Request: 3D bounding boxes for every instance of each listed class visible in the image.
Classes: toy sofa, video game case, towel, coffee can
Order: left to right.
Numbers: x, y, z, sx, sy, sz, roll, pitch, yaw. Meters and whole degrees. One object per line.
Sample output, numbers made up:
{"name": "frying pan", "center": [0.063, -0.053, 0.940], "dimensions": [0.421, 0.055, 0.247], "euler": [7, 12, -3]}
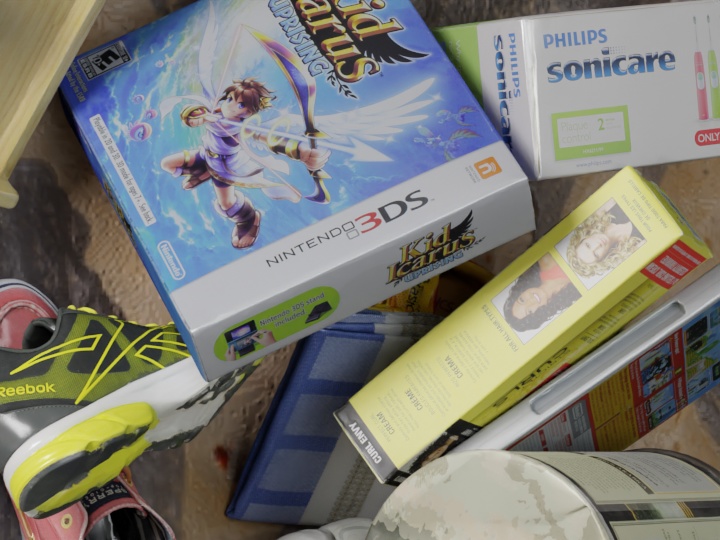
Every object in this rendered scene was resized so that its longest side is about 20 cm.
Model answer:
{"name": "toy sofa", "center": [-0.176, -0.140, 1.301], "dimensions": [0.083, 0.098, 0.201], "euler": [14, 113, -48]}
{"name": "video game case", "center": [-0.036, -0.063, 1.334], "dimensions": [0.181, 0.200, 0.046], "euler": [-24, 143, -9]}
{"name": "towel", "center": [0.037, 0.082, 1.457], "dimensions": [0.199, 0.024, 0.147], "euler": [4, 124, -29]}
{"name": "coffee can", "center": [0.108, 0.163, 1.362], "dimensions": [0.200, 0.146, 0.147], "euler": [7, 85, -60]}
{"name": "video game case", "center": [0.136, 0.070, 1.435], "dimensions": [0.200, 0.143, 0.017], "euler": [-34, 68, -5]}

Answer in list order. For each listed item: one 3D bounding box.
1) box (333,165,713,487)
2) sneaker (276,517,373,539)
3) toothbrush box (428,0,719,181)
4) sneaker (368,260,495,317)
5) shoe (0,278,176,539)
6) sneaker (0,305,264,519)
{"name": "box", "center": [0.083, 0.032, 1.370], "dimensions": [0.200, 0.075, 0.050], "euler": [-40, 70, 9]}
{"name": "sneaker", "center": [0.002, 0.230, 1.449], "dimensions": [0.081, 0.075, 0.201], "euler": [-22, 109, -53]}
{"name": "toothbrush box", "center": [0.093, -0.093, 1.429], "dimensions": [0.145, 0.200, 0.087], "euler": [-8, 93, -31]}
{"name": "sneaker", "center": [0.000, 0.000, 1.444], "dimensions": [0.199, 0.077, 0.073], "euler": [11, 84, -29]}
{"name": "shoe", "center": [-0.143, 0.100, 1.349], "dimensions": [0.071, 0.091, 0.201], "euler": [-20, 99, -29]}
{"name": "sneaker", "center": [-0.117, 0.046, 1.310], "dimensions": [0.085, 0.075, 0.200], "euler": [48, 35, 11]}
